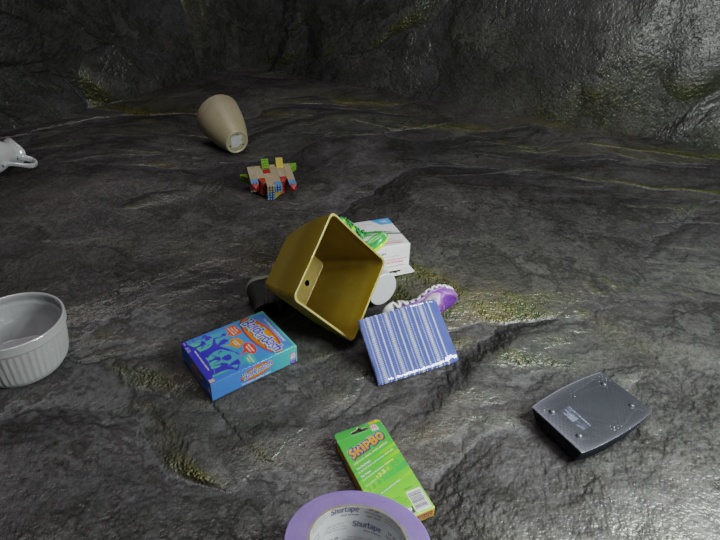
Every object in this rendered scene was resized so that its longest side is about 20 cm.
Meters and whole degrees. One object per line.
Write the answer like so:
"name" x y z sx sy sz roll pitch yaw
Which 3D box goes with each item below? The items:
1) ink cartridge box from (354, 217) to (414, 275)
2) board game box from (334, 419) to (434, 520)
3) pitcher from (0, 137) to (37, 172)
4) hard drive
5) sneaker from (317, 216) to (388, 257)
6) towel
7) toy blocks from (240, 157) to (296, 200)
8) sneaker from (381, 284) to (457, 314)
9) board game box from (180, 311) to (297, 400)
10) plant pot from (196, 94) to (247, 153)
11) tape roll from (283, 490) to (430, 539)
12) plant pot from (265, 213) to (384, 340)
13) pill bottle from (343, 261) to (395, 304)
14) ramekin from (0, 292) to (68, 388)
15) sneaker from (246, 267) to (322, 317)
"ink cartridge box" 0.062 -0.065 1.545 0.113 0.070 0.201 -10 34 -18
"board game box" 0.033 0.337 0.939 0.093 0.031 0.201 -12 37 -22
"pitcher" -1.265 -0.395 1.983 0.167 0.124 0.200 22 22 4
"hard drive" 0.428 0.270 1.049 0.195 0.043 0.135 -16 36 -27
"sneaker" -0.031 -0.082 1.341 0.193 0.086 0.075 1 29 7
"towel" 0.101 0.149 1.192 0.195 0.024 0.148 -12 68 -21
"toy blocks" -0.298 -0.295 1.892 0.194 0.102 0.138 -8 44 -16
"sneaker" 0.146 0.102 1.283 0.196 0.082 0.089 -20 44 -23
"board game box" -0.252 0.171 1.174 0.196 0.046 0.151 -21 38 -33
"plant pot" -0.529 -0.561 2.235 0.183 0.191 0.201 -17 50 -28
"tape roll" -0.006 0.391 0.745 0.193 0.088 0.200 5 16 -1
"plant pot" -0.096 0.013 1.256 0.173 0.199 0.204 4 63 45
"pill bottle" 0.000 0.000 1.397 0.109 0.114 0.199 -18 37 -29
"ramekin" -0.693 0.143 1.140 0.193 0.108 0.202 2 31 -1
"sneaker" -0.170 0.053 1.353 0.195 0.076 0.107 -18 40 -12
